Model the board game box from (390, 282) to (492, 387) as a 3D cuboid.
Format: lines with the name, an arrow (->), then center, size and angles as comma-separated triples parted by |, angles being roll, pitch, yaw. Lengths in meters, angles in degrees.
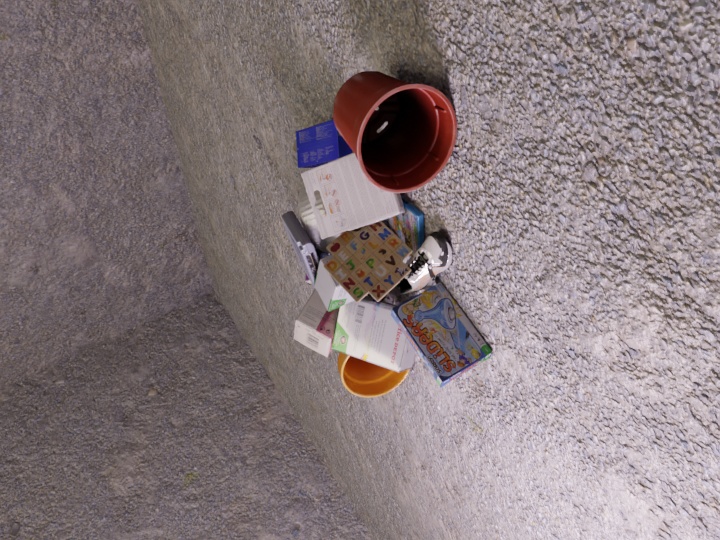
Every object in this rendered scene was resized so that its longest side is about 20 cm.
board game box -> 0.175, 0.138, 1.543 | 0.201, 0.135, 0.035 | 54, 162, 24

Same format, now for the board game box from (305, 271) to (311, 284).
board game box -> -0.090, -0.067, 1.873 | 0.032, 0.119, 0.202 | 52, -149, -52

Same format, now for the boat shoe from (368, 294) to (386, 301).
boat shoe -> 0.015, -0.003, 1.809 | 0.201, 0.071, 0.068 | 54, -152, -25

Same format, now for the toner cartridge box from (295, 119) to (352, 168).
toner cartridge box -> -0.092, -0.309, 1.734 | 0.199, 0.043, 0.096 | 2, 95, 56

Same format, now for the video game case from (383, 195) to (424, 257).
video game case -> 0.085, -0.119, 1.641 | 0.200, 0.018, 0.144 | 45, 152, 42

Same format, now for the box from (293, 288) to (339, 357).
box -> -0.082, 0.105, 1.878 | 0.108, 0.201, 0.128 | 27, 152, 7

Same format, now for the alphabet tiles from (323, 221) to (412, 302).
alphabet tiles -> 0.015, -0.026, 1.553 | 0.200, 0.166, 0.006 | 45, 175, 35

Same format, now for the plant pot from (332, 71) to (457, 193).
plant pot -> 0.047, -0.277, 1.328 | 0.195, 0.199, 0.202 | -130, 24, -52

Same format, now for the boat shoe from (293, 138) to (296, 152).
boat shoe -> -0.107, -0.315, 1.854 | 0.200, 0.057, 0.067 | 31, 106, 51

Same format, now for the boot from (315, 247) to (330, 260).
boot -> -0.078, -0.114, 1.819 | 0.090, 0.072, 0.202 | 47, -137, -50

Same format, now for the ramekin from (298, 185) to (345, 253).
ramekin -> -0.064, -0.139, 1.704 | 0.097, 0.200, 0.202 | -19, 98, 27

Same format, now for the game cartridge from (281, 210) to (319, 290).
game cartridge -> -0.137, -0.050, 1.714 | 0.133, 0.041, 0.201 | 53, 168, 33

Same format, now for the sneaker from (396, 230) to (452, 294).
sneaker -> 0.137, -0.009, 1.535 | 0.074, 0.079, 0.201 | 57, 149, 25

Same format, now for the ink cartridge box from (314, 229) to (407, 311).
ink cartridge box -> 0.000, 0.000, 1.678 | 0.084, 0.199, 0.147 | 59, 158, 19

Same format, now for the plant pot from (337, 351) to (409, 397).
plant pot -> 0.021, 0.216, 1.967 | 0.184, 0.198, 0.202 | -116, 13, -55

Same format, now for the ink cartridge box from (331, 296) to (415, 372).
ink cartridge box -> 0.043, 0.153, 1.763 | 0.198, 0.087, 0.147 | 16, 98, 28

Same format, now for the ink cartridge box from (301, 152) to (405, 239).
ink cartridge box -> -0.016, -0.175, 1.577 | 0.050, 0.198, 0.163 | -19, -89, -67
